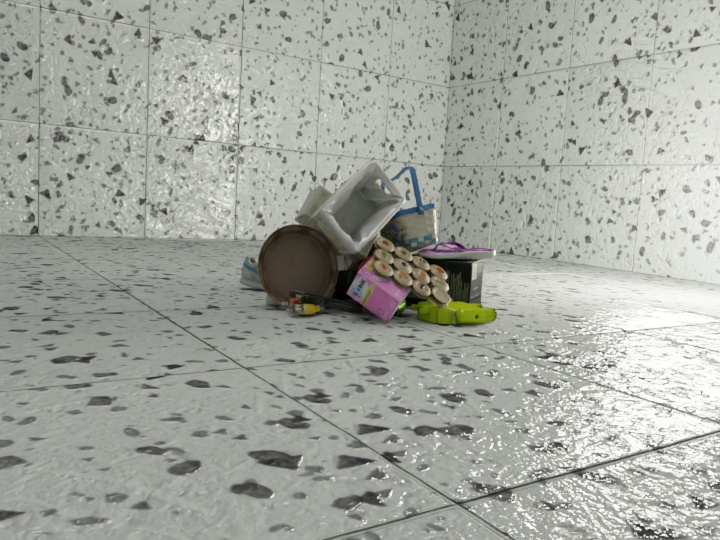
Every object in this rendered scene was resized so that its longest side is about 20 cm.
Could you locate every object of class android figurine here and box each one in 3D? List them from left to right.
[{"bbox_3d":[0.214,0.095,1.552,0.195,0.042,0.182,3,6,-20],"label":"android figurine"}]

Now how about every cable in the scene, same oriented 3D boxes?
[{"bbox_3d":[-0.091,0.083,1.527,0.196,0.052,0.096,12,5,-37],"label":"cable"}]

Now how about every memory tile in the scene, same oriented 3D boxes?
[{"bbox_3d":[0.117,0.001,1.517,0.196,0.017,0.155,26,32,-11],"label":"memory tile"}]

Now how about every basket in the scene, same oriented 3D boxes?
[{"bbox_3d":[-0.012,-0.145,1.606,0.200,0.136,0.123,-46,12,-23],"label":"basket"},{"bbox_3d":[0.116,-0.150,1.717,0.136,0.206,0.176,-8,-8,-24],"label":"basket"}]

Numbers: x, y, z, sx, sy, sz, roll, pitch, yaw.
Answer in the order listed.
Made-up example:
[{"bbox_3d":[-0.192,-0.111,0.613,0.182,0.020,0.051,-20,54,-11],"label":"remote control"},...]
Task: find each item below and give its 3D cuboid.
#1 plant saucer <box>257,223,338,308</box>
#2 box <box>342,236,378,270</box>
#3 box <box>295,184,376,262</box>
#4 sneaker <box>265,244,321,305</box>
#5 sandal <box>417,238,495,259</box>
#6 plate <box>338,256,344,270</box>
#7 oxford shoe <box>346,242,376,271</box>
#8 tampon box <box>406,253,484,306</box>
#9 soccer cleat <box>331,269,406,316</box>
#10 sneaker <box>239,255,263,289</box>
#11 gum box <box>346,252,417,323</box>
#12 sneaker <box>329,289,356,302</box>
[{"bbox_3d":[-0.149,-0.007,1.565,0.195,0.206,0.032,2,-9,-20],"label":"plant saucer"},{"bbox_3d":[-0.001,-0.045,1.906,0.067,0.206,0.082,-2,15,-31],"label":"box"},{"bbox_3d":[-0.058,-0.118,1.692,0.198,0.096,0.077,35,-21,-16],"label":"box"},{"bbox_3d":[-0.159,0.000,1.623,0.198,0.121,0.073,-27,23,-27],"label":"sneaker"},{"bbox_3d":[0.243,-0.056,1.686,0.196,0.051,0.082,1,6,0],"label":"sandal"},{"bbox_3d":[-0.107,-0.046,1.998,0.194,0.203,0.033,3,42,-4],"label":"plate"},{"bbox_3d":[0.000,0.000,1.780,0.070,0.074,0.199,23,-40,-25],"label":"oxford shoe"},{"bbox_3d":[0.210,0.028,1.735,0.195,0.130,0.149,6,7,22],"label":"tampon box"},{"bbox_3d":[0.015,0.052,1.572,0.196,0.069,0.081,21,16,13],"label":"soccer cleat"},{"bbox_3d":[-0.237,0.014,1.816,0.195,0.083,0.076,12,7,11],"label":"sneaker"},{"bbox_3d":[0.062,0.021,1.522,0.112,0.067,0.200,34,31,6],"label":"gum box"},{"bbox_3d":[-0.025,0.044,1.665,0.194,0.085,0.072,2,6,-14],"label":"sneaker"}]
